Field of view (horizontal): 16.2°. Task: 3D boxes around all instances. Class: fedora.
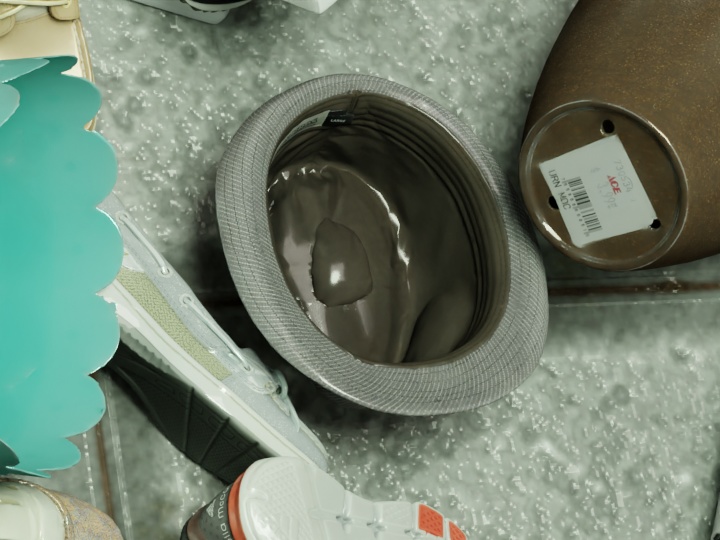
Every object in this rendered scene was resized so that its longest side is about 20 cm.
[{"bbox_3d":[0.000,0.000,1.318,0.177,0.090,0.200,-11,69,-28],"label":"fedora"}]

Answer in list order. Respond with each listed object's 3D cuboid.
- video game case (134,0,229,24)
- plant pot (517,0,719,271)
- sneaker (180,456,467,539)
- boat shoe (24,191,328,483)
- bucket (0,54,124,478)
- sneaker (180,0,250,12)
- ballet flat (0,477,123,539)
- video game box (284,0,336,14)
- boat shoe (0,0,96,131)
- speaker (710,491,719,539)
[{"bbox_3d":[-0.156,-0.244,1.397,0.200,0.024,0.182,15,65,-18],"label":"video game case"},{"bbox_3d":[0.166,-0.078,1.339,0.187,0.187,0.200,49,37,1],"label":"plant pot"},{"bbox_3d":[-0.009,0.155,1.278,0.200,0.082,0.077,35,46,-33],"label":"sneaker"},{"bbox_3d":[-0.088,0.038,1.285,0.202,0.074,0.065,42,63,5],"label":"boat shoe"},{"bbox_3d":[-0.200,-0.002,1.160,0.135,0.207,0.208,1,65,12],"label":"bucket"},{"bbox_3d":[-0.024,-0.206,1.382,0.200,0.090,0.070,-29,92,-40],"label":"sneaker"},{"bbox_3d":[-0.201,0.127,1.201,0.200,0.067,0.068,3,69,-23],"label":"ballet flat"},{"bbox_3d":[-0.040,-0.227,1.337,0.200,0.047,0.182,26,51,33],"label":"video game box"},{"bbox_3d":[-0.184,-0.154,1.304,0.074,0.069,0.200,-22,92,-20],"label":"boat shoe"},{"bbox_3d":[0.251,0.070,1.414,0.081,0.081,0.200,22,62,-14],"label":"speaker"}]
